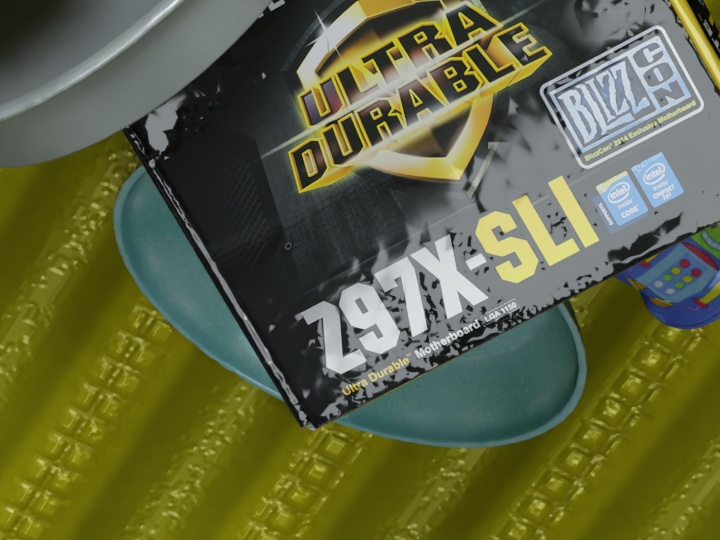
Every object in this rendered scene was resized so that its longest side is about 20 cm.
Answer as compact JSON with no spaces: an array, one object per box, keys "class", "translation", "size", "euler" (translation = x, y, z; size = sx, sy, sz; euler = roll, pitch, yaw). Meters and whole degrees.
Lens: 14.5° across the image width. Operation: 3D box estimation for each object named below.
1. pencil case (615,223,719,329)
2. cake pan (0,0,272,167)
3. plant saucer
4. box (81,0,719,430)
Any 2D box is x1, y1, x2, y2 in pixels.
[{"class":"pencil case","translation":[0.073,-0.057,1.101],"size":[0.200,0.087,0.078],"euler":[34,92,-21]},{"class":"cake pan","translation":[-0.091,-0.112,0.996],"size":[0.200,0.200,0.037],"euler":[-29,125,18]},{"class":"plant saucer","translation":[0.000,0.000,1.124],"size":[0.200,0.036,0.200],"euler":[18,149,11]},{"class":"box","translation":[0.027,-0.057,0.994],"size":[0.200,0.049,0.160],"euler":[-27,100,18]}]
